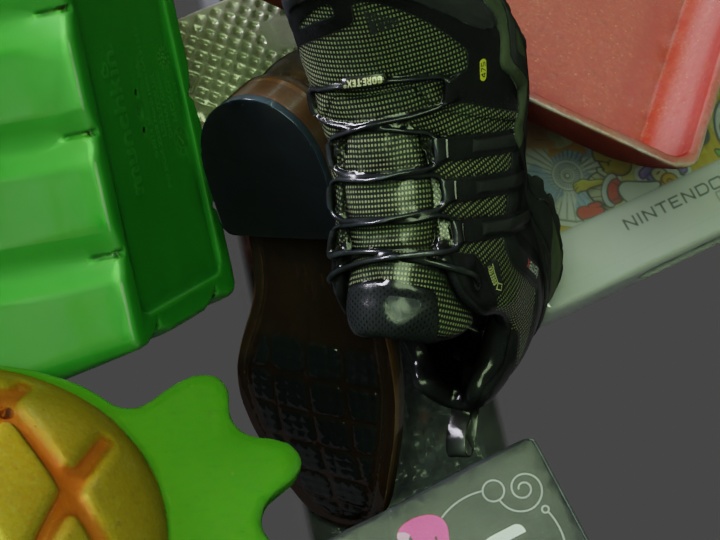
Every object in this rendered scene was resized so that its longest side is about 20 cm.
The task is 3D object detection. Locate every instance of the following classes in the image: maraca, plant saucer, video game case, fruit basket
[{"bbox_3d":[-0.116,0.093,0.836,0.199,0.107,0.138,-3,66,-9],"label":"maraca"},{"bbox_3d":[0.054,-0.139,0.951,0.199,0.037,0.200,24,52,-2],"label":"plant saucer"},{"bbox_3d":[0.099,-0.099,0.997,0.182,0.023,0.200,-24,75,-20],"label":"video game case"},{"bbox_3d":[-0.164,-0.048,0.939,0.215,0.155,0.217,5,105,20],"label":"fruit basket"}]

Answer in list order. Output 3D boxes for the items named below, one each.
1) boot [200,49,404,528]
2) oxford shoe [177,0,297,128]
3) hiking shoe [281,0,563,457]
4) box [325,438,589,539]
[{"bbox_3d":[0.000,0.000,0.955,0.074,0.201,0.097,10,37,27],"label":"boot"},{"bbox_3d":[-0.010,-0.092,1.012,0.199,0.058,0.075,-22,71,-18],"label":"oxford shoe"},{"bbox_3d":[0.023,-0.027,0.850,0.075,0.200,0.101,-7,44,22],"label":"hiking shoe"},{"bbox_3d":[0.059,0.182,0.899,0.114,0.132,0.201,-25,77,-7],"label":"box"}]
